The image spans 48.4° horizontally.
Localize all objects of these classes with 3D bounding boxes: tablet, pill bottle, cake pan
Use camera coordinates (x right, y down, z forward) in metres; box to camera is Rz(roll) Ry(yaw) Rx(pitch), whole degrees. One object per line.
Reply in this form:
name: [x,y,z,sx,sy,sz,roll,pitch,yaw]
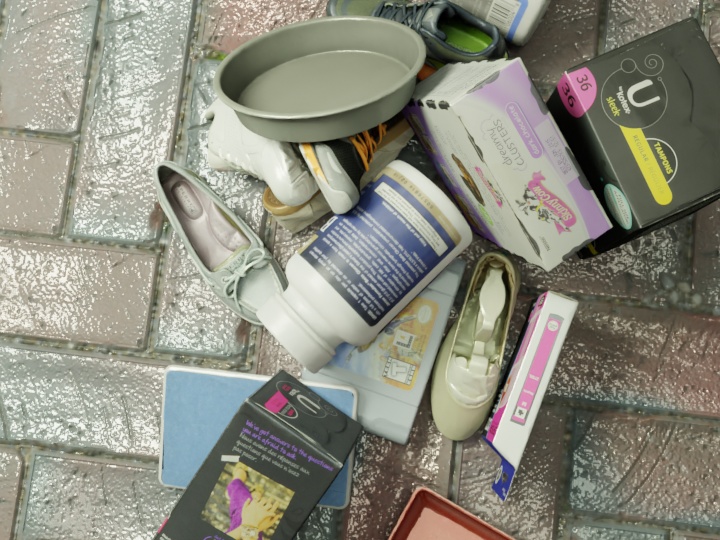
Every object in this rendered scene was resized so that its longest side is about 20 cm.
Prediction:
tablet: [-0.105,0.168,0.809,0.200,0.014,0.130,6,98,6]
pill bottle: [0.110,-0.329,0.834,0.200,0.114,0.114,30,85,5]
cake pan: [-0.037,-0.181,0.753,0.200,0.037,0.200,-6,40,5]
pill bottle: [0.000,0.000,0.762,0.200,0.111,0.111,-44,83,-4]

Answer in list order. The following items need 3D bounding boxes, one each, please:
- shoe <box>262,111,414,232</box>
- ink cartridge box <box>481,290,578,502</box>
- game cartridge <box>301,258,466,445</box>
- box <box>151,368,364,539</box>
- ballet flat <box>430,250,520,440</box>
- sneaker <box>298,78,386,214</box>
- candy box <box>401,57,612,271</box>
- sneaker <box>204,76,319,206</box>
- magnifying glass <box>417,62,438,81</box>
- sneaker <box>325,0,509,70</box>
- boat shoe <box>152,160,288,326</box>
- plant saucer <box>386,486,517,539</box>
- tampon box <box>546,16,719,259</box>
shoe: [-0.012,-0.113,0.846,0.200,0.053,0.070,-37,43,-6]
ink cartridge box: [0.157,0.120,0.783,0.037,0.095,0.200,19,84,5]
game cartridge: [0.017,0.063,0.827,0.133,0.042,0.200,19,84,0]
box: [-0.100,0.210,0.745,0.106,0.122,0.200,35,99,4]
ballet flat: [0.117,0.073,0.805,0.069,0.069,0.200,13,83,4]
sneaker: [-0.013,-0.133,0.770,0.077,0.078,0.200,-15,44,11]
candy box: [0.123,-0.104,0.738,0.072,0.200,0.168,-34,107,-2]
sneaker: [-0.106,-0.121,0.817,0.099,0.078,0.200,-38,46,12]
magnifying glass: [0.044,-0.249,0.873,0.080,0.022,0.200,-41,84,-4]
sneaker: [0.061,-0.253,0.823,0.200,0.081,0.074,16,81,4]
boat shoe: [-0.146,-0.028,0.828,0.074,0.065,0.202,-35,83,-3]
plant saucer: [0.096,0.345,0.786,0.200,0.037,0.200,29,85,6]
tampon box: [0.256,-0.112,0.757,0.126,0.200,0.150,-24,82,-1]
